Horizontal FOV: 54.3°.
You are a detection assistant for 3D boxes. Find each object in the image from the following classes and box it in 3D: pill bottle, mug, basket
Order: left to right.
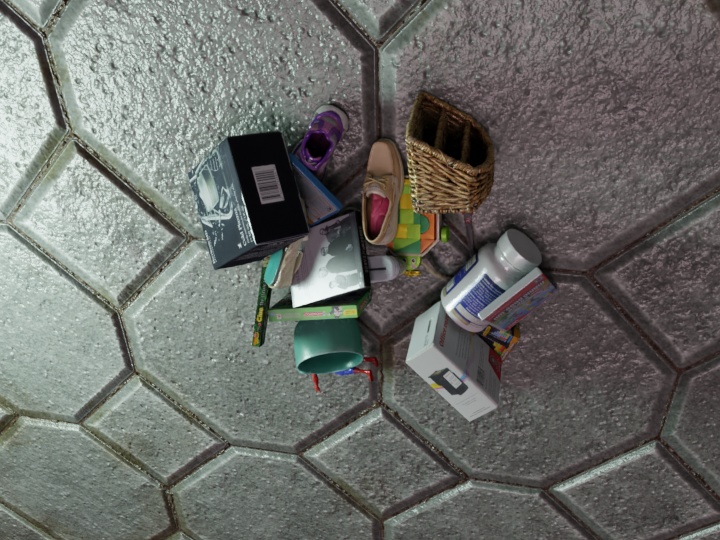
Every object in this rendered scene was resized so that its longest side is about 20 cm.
[{"bbox_3d":[-0.088,0.156,1.566,0.182,0.116,0.152,-16,155,17],"label":"mug"},{"bbox_3d":[0.161,-0.210,1.217,0.140,0.201,0.151,0,124,14],"label":"basket"},{"bbox_3d":[0.263,0.018,1.403,0.119,0.120,0.200,33,125,-11],"label":"pill bottle"}]

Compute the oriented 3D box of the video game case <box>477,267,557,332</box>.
[{"bbox_3d":[0.313,0.062,1.378,0.142,0.199,0.018,-40,67,12],"label":"video game case"}]

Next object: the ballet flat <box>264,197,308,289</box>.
[{"bbox_3d":[-0.138,-0.056,1.403,0.062,0.067,0.203,4,119,-38],"label":"ballet flat"}]

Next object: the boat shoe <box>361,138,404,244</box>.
[{"bbox_3d":[0.038,-0.148,1.330,0.072,0.069,0.204,3,98,24],"label":"boat shoe"}]

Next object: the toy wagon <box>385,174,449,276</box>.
[{"bbox_3d":[0.099,-0.085,1.379,0.152,0.039,0.204,4,102,21],"label":"toy wagon"}]

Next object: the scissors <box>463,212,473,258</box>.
[{"bbox_3d":[0.207,-0.111,1.395,0.072,0.014,0.203,8,127,5],"label":"scissors"}]

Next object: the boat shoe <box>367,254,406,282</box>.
[{"bbox_3d":[0.000,0.000,1.404,0.197,0.062,0.074,3,89,34],"label":"boat shoe"}]

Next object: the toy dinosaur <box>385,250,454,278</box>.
[{"bbox_3d":[0.108,-0.034,1.452,0.087,0.048,0.201,-27,118,20],"label":"toy dinosaur"}]

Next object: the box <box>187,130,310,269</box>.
[{"bbox_3d":[-0.214,-0.128,1.324,0.196,0.122,0.204,-22,84,54],"label":"box"}]

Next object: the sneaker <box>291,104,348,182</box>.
[{"bbox_3d":[-0.093,-0.216,1.344,0.079,0.089,0.201,25,127,-7],"label":"sneaker"}]

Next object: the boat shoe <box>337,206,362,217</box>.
[{"bbox_3d":[-0.033,-0.036,1.471,0.071,0.061,0.204,16,126,3],"label":"boat shoe"}]

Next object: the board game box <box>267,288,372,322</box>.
[{"bbox_3d":[-0.085,0.073,1.514,0.196,0.135,0.030,-4,104,16],"label":"board game box"}]

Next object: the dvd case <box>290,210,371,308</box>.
[{"bbox_3d":[-0.069,-0.019,1.402,0.198,0.025,0.153,-17,77,38],"label":"dvd case"}]

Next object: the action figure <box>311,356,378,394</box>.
[{"bbox_3d":[-0.052,0.242,1.660,0.197,0.066,0.100,4,134,23],"label":"action figure"}]

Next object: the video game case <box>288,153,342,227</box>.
[{"bbox_3d":[-0.139,-0.144,1.399,0.143,0.018,0.199,44,146,-18],"label":"video game case"}]

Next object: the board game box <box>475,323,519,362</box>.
[{"bbox_3d":[0.234,0.169,1.555,0.163,0.057,0.202,22,126,-4],"label":"board game box"}]

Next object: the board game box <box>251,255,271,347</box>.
[{"bbox_3d":[-0.203,0.056,1.486,0.023,0.105,0.204,8,88,0],"label":"board game box"}]

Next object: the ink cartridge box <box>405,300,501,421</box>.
[{"bbox_3d":[0.196,0.185,1.451,0.200,0.147,0.082,43,125,-16],"label":"ink cartridge box"}]
